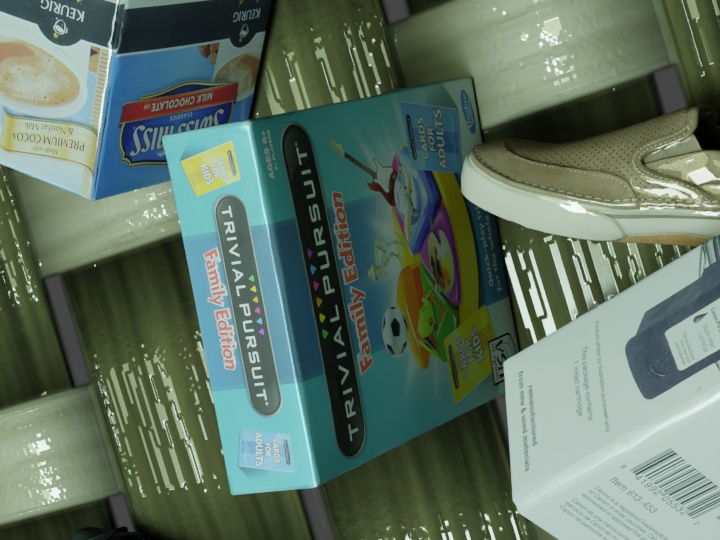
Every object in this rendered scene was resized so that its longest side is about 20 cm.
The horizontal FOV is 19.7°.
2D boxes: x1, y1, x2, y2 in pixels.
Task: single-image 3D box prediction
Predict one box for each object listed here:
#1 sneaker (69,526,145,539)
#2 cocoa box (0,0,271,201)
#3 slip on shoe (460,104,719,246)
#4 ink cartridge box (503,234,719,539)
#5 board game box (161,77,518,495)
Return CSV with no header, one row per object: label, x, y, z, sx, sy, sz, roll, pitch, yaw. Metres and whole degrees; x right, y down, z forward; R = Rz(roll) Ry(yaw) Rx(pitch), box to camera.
sneaker,-0.118,0.178,1.103,0.199,0.076,0.091,-15,85,30
cocoa box,-0.161,-0.132,1.030,0.199,0.133,0.132,21,110,26
slip on shoe,0.141,-0.044,0.904,0.199,0.076,0.061,12,111,25
ink cartridge box,0.181,0.056,0.856,0.199,0.144,0.085,-33,39,30
board game box,0.000,0.000,0.923,0.047,0.200,0.152,-8,96,30
